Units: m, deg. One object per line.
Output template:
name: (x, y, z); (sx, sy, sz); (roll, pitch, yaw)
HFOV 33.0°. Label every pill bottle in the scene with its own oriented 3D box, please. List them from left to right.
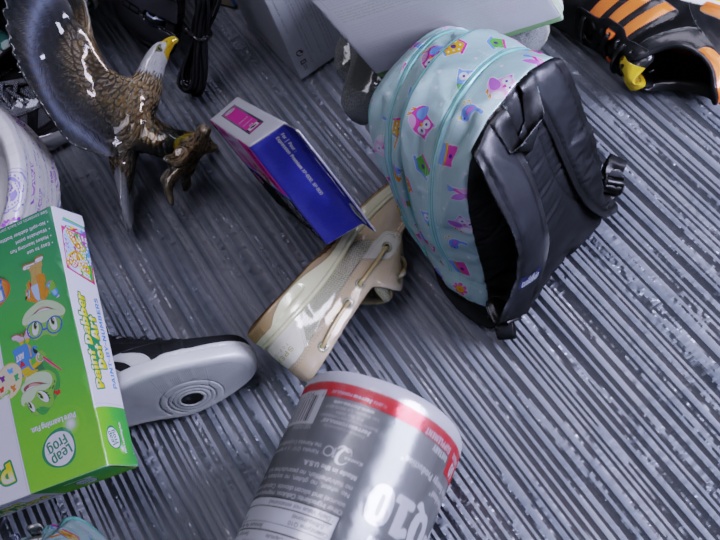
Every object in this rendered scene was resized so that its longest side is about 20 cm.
pill bottle: (-0.020, 0.176, 0.769); (0.113, 0.114, 0.201); (11, 61, 26)

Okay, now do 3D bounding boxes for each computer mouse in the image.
computer mouse: (-0.188, -0.265, 1.125); (0.046, 0.141, 0.200); (-7, 43, -31)

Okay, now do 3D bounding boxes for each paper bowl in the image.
paper bowl: (-0.346, -0.047, 1.029); (0.200, 0.104, 0.202); (-5, 73, 17)

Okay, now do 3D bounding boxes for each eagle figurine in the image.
eagle figurine: (-0.214, -0.151, 1.031); (0.200, 0.152, 0.151); (32, 46, -3)

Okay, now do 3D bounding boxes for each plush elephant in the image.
plush elephant: (0.063, -0.193, 0.984); (0.164, 0.155, 0.201); (-27, 60, 14)

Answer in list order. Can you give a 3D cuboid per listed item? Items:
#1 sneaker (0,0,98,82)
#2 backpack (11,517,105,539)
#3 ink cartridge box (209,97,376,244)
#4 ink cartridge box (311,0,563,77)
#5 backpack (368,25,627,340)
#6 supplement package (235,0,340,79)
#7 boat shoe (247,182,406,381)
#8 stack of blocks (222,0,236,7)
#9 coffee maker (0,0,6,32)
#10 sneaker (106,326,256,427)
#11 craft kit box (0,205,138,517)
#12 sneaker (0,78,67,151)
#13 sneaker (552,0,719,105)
sneaker: (-0.309, -0.241, 1.202); (0.200, 0.071, 0.080); (-43, 69, -15)
backpack: (-0.185, 0.232, 0.739); (0.126, 0.200, 0.167); (-33, 90, -9)
ink cartridge box: (-0.055, -0.075, 0.914); (0.037, 0.095, 0.200); (-41, 22, -6)
ink cartridge box: (0.035, -0.203, 0.790); (0.145, 0.200, 0.048); (-13, 67, 21)
backpack: (0.090, -0.071, 0.846); (0.126, 0.200, 0.167); (24, 68, 32)
supplement package: (-0.017, -0.290, 1.096); (0.200, 0.110, 0.114); (-36, 53, -7)
boat shoe: (0.000, 0.000, 0.921); (0.065, 0.072, 0.200); (42, 61, 0)
stack of blocks: (-0.141, -0.362, 1.134); (0.058, 0.200, 0.115); (22, 65, 31)
coffee maker: (-0.298, -0.338, 1.096); (0.134, 0.192, 0.200); (22, 68, 31)
sneaker: (-0.182, 0.061, 0.932); (0.199, 0.073, 0.112); (-20, 55, 7)
craft kit box: (-0.276, 0.080, 0.893); (0.199, 0.048, 0.198); (-22, 75, 17)
sneaker: (-0.337, -0.156, 1.116); (0.199, 0.114, 0.076); (-27, 52, 0)
sneaker: (0.214, -0.187, 0.965); (0.200, 0.070, 0.090); (21, 62, 28)
